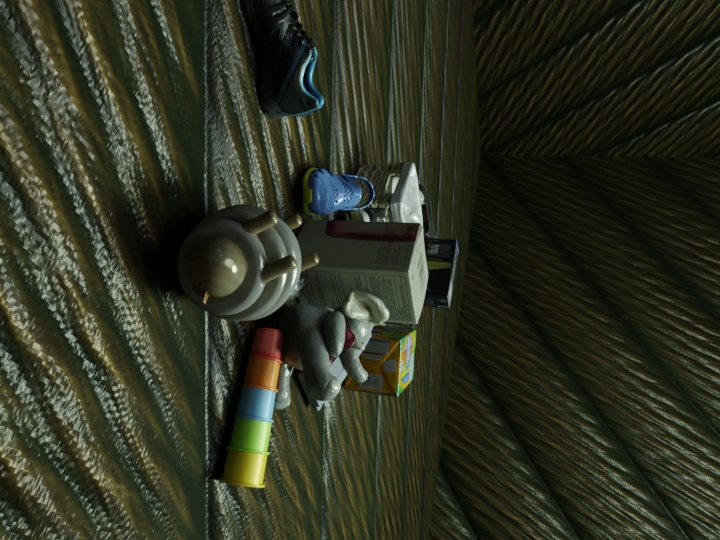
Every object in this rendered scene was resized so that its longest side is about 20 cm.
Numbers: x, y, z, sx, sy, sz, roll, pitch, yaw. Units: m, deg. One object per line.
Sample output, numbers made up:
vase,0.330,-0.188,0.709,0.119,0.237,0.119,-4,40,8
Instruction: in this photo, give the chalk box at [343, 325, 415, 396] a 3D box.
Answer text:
chalk box,0.052,0.191,1.212,0.200,0.124,0.125,-9,103,-73

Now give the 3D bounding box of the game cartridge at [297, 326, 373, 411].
game cartridge,-0.043,0.136,0.970,0.200,0.041,0.134,-53,142,-35

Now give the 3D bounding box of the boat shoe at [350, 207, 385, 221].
boat shoe,0.014,-0.032,1.076,0.060,0.074,0.201,-13,121,-28

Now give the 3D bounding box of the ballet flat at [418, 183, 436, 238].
ballet flat,0.142,-0.149,1.325,0.068,0.068,0.201,40,31,-54

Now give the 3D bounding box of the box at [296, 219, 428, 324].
box,0.000,0.000,0.869,0.128,0.199,0.109,76,25,-45

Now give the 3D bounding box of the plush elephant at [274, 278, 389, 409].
plush elephant,-0.045,0.106,0.801,0.154,0.165,0.201,11,60,-35

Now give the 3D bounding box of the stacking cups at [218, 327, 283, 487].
stacking cups,-0.133,0.178,0.716,0.061,0.060,0.201,56,42,-63

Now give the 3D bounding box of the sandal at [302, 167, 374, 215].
sandal,-0.036,-0.134,0.917,0.200,0.087,0.080,-33,127,-66

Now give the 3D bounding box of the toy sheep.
toy sheep,-0.123,-0.009,0.592,0.200,0.137,0.139,2,92,-79

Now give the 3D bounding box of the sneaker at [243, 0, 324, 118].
sneaker,-0.094,-0.301,0.699,0.073,0.081,0.201,-57,146,-54

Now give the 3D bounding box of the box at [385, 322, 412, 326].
box,0.099,0.015,1.381,0.164,0.086,0.201,66,33,-57

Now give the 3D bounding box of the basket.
basket,0.056,-0.116,1.153,0.200,0.123,0.136,73,27,-47

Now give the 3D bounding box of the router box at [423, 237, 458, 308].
router box,0.115,0.000,1.240,0.052,0.199,0.158,70,30,-52
